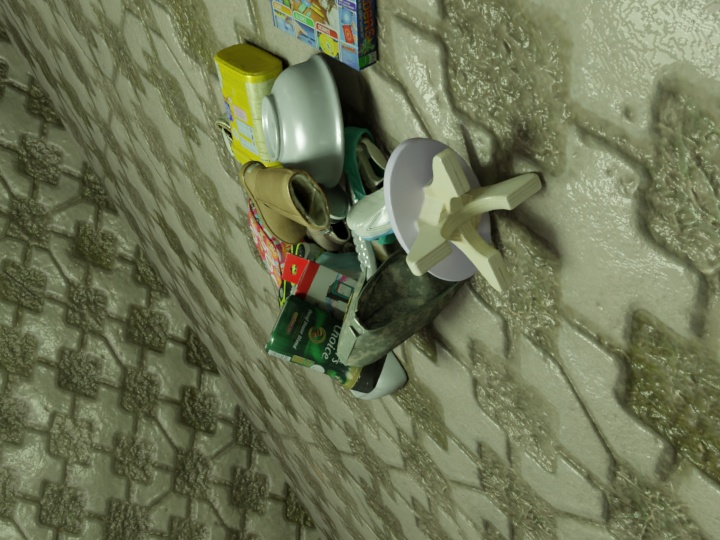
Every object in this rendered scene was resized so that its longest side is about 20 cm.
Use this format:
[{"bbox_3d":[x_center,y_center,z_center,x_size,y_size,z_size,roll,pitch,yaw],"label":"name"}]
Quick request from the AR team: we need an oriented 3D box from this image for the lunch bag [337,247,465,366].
[{"bbox_3d":[0.044,0.054,0.969,0.118,0.199,0.164,49,154,13],"label":"lunch bag"}]

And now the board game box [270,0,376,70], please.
[{"bbox_3d":[-0.057,-0.373,0.847,0.200,0.034,0.136,39,148,33],"label":"board game box"}]

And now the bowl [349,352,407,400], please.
[{"bbox_3d":[-0.003,0.199,1.365,0.201,0.074,0.200,52,155,6],"label":"bowl"}]

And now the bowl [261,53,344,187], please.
[{"bbox_3d":[-0.097,-0.222,0.952,0.201,0.089,0.204,170,90,-72],"label":"bowl"}]

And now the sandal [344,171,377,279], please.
[{"bbox_3d":[0.010,-0.089,1.040,0.082,0.049,0.205,-139,39,-72],"label":"sandal"}]

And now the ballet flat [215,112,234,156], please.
[{"bbox_3d":[-0.227,-0.234,1.275,0.201,0.062,0.067,55,155,3],"label":"ballet flat"}]

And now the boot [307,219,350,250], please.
[{"bbox_3d":[-0.092,-0.124,1.153,0.201,0.070,0.146,54,159,-16],"label":"boot"}]

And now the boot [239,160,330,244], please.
[{"bbox_3d":[-0.104,-0.091,0.974,0.199,0.066,0.176,25,157,55],"label":"boot"}]

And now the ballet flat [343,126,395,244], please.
[{"bbox_3d":[0.022,-0.127,0.959,0.070,0.067,0.202,-3,120,47],"label":"ballet flat"}]

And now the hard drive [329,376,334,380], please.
[{"bbox_3d":[-0.058,0.134,1.259,0.135,0.042,0.200,49,148,12],"label":"hard drive"}]

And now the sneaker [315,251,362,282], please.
[{"bbox_3d":[0.000,0.000,1.141,0.198,0.083,0.074,13,151,23],"label":"sneaker"}]

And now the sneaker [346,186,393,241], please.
[{"bbox_3d":[0.066,-0.099,0.887,0.199,0.072,0.073,-25,54,41],"label":"sneaker"}]

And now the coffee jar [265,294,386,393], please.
[{"bbox_3d":[-0.053,0.127,1.053,0.198,0.105,0.085,24,155,-5],"label":"coffee jar"}]

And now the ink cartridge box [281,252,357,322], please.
[{"bbox_3d":[-0.057,0.055,1.115,0.198,0.068,0.116,24,151,-1],"label":"ink cartridge box"}]

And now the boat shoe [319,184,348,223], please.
[{"bbox_3d":[-0.082,-0.138,1.057,0.061,0.073,0.201,-58,48,30],"label":"boat shoe"}]

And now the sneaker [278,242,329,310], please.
[{"bbox_3d":[-0.114,0.033,1.248,0.076,0.076,0.201,65,144,40],"label":"sneaker"}]

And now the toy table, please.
[{"bbox_3d":[0.118,-0.065,0.759,0.200,0.184,0.117,47,176,-25],"label":"toy table"}]

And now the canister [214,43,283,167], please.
[{"bbox_3d":[-0.184,-0.284,1.117,0.148,0.086,0.201,36,146,36],"label":"canister"}]

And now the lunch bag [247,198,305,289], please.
[{"bbox_3d":[-0.177,-0.049,1.339,0.201,0.081,0.177,56,158,36],"label":"lunch bag"}]
